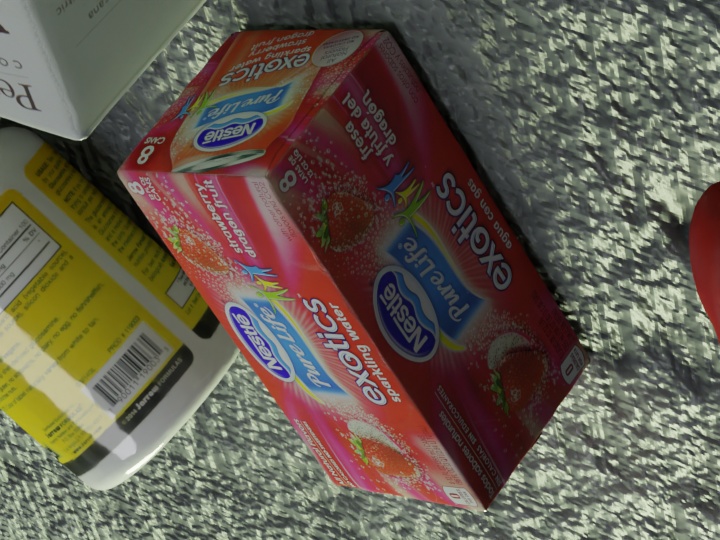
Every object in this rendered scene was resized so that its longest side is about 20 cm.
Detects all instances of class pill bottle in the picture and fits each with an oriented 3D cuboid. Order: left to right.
[{"bbox_3d":[-0.163,0.004,1.436,0.200,0.113,0.112,43,151,-8],"label":"pill bottle"}]

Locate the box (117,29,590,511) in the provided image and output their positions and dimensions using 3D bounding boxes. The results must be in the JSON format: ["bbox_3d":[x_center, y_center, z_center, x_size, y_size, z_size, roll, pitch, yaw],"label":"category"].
[{"bbox_3d":[0.000,0.000,1.262,0.099,0.096,0.200,5,138,46],"label":"box"}]

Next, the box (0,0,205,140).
[{"bbox_3d":[-0.133,-0.177,1.048,0.198,0.200,0.131,18,145,32],"label":"box"}]

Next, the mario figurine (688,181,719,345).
[{"bbox_3d":[0.204,-0.005,1.047,0.200,0.106,0.124,21,136,44],"label":"mario figurine"}]
